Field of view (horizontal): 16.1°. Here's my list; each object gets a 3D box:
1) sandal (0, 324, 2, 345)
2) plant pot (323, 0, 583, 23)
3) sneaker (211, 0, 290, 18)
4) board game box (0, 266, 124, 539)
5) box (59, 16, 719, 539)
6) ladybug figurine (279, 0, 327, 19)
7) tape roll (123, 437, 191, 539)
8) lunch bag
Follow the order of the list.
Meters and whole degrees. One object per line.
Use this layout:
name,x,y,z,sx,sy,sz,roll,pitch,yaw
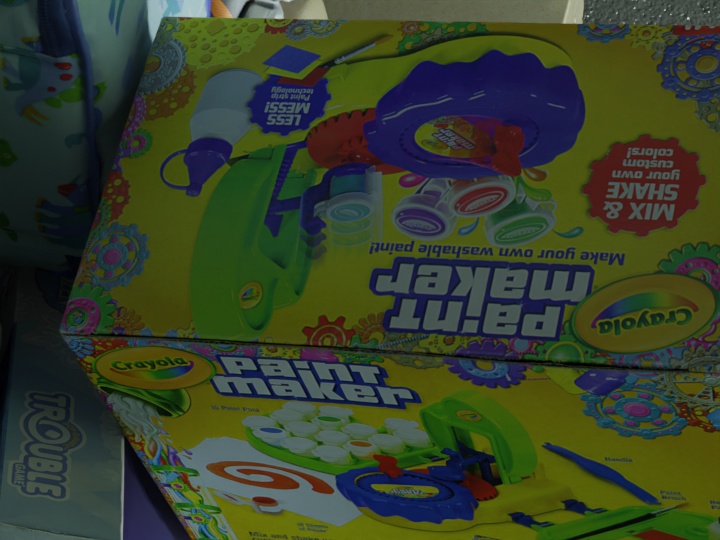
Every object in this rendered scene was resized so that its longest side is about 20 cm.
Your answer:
sandal,-0.152,0.069,0.817,0.203,0.050,0.083,122,-22,-64
plant pot,0.022,-0.113,1.373,0.200,0.177,0.201,61,41,-80
sneaker,-0.072,-0.144,1.001,0.112,0.078,0.200,31,99,-43
board game box,-0.120,0.118,0.853,0.200,0.043,0.199,-100,-155,-64
box,0.041,0.026,0.805,0.193,0.199,0.122,66,33,-53
ladybug figurine,-0.065,-0.059,1.128,0.200,0.072,0.136,109,3,-60
tape roll,-0.048,0.091,1.031,0.085,0.200,0.200,-40,-164,34
lunch bag,-0.097,-0.104,0.821,0.200,0.082,0.161,94,8,-58
